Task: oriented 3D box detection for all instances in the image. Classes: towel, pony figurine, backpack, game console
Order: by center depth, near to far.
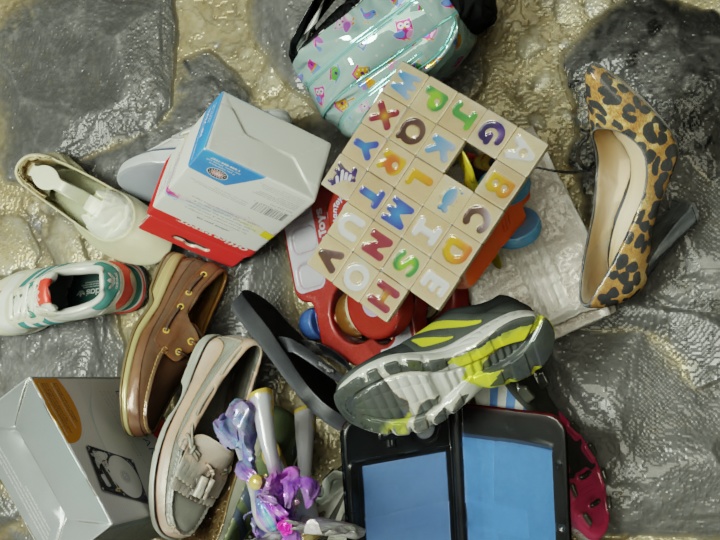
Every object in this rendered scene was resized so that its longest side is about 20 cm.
[{"bbox_3d":[-0.067,0.208,0.947,0.166,0.193,0.201,-21,68,14],"label":"pony figurine"},{"bbox_3d":[0.084,0.226,0.976,0.171,0.119,0.201,-6,97,-21],"label":"game console"},{"bbox_3d":[0.030,-0.223,1.056,0.200,0.167,0.127,-36,81,14],"label":"backpack"},{"bbox_3d":[0.150,-0.024,1.059,0.132,0.034,0.201,-27,77,10],"label":"towel"}]

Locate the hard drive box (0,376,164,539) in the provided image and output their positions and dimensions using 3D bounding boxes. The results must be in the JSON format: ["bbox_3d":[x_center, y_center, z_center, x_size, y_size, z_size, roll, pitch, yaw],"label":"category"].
[{"bbox_3d":[-0.252,0.185,1.054,0.077,0.200,0.156,-36,77,10],"label":"hard drive box"}]

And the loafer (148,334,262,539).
[{"bbox_3d":[-0.142,0.151,1.030,0.063,0.072,0.201,-7,59,35],"label":"loafer"}]

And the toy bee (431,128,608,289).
[{"bbox_3d":[0.121,-0.063,1.013,0.108,0.199,0.132,25,126,44],"label":"toy bee"}]

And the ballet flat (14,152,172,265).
[{"bbox_3d":[-0.285,-0.069,1.152,0.199,0.069,0.070,30,91,23],"label":"ballet flat"}]

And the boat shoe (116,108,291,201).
[{"bbox_3d":[-0.158,-0.120,1.142,0.199,0.074,0.066,-7,51,19],"label":"boat shoe"}]

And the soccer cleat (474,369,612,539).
[{"bbox_3d":[0.160,0.162,1.026,0.086,0.070,0.201,-31,85,43],"label":"soccer cleat"}]

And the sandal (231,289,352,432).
[{"bbox_3d":[-0.049,0.084,1.045,0.043,0.076,0.200,-48,69,10],"label":"sandal"}]

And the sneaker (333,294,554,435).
[{"bbox_3d":[0.071,0.082,0.973,0.199,0.085,0.075,-19,110,-1],"label":"sneaker"}]

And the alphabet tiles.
[{"bbox_3d":[0.043,-0.064,0.957,0.167,0.008,0.201,35,92,28],"label":"alphabet tiles"}]

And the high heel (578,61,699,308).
[{"bbox_3d":[0.214,-0.068,0.969,0.142,0.071,0.200,-43,117,-15],"label":"high heel"}]

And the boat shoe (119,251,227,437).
[{"bbox_3d":[-0.184,0.071,1.089,0.067,0.072,0.201,7,58,11],"label":"boat shoe"}]

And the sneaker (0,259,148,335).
[{"bbox_3d":[-0.328,0.023,1.149,0.198,0.093,0.071,-9,81,13],"label":"sneaker"}]

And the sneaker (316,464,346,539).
[{"bbox_3d":[-0.043,0.270,1.054,0.200,0.074,0.089,-45,73,6],"label":"sneaker"}]

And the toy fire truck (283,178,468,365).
[{"bbox_3d":[0.000,0.000,1.066,0.167,0.112,0.201,-15,84,41],"label":"toy fire truck"}]

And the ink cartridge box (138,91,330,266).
[{"bbox_3d":[-0.127,-0.080,1.062,0.116,0.200,0.068,24,62,-21],"label":"ink cartridge box"}]

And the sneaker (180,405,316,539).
[{"bbox_3d":[-0.105,0.229,1.068,0.067,0.090,0.201,10,76,58],"label":"sneaker"}]
